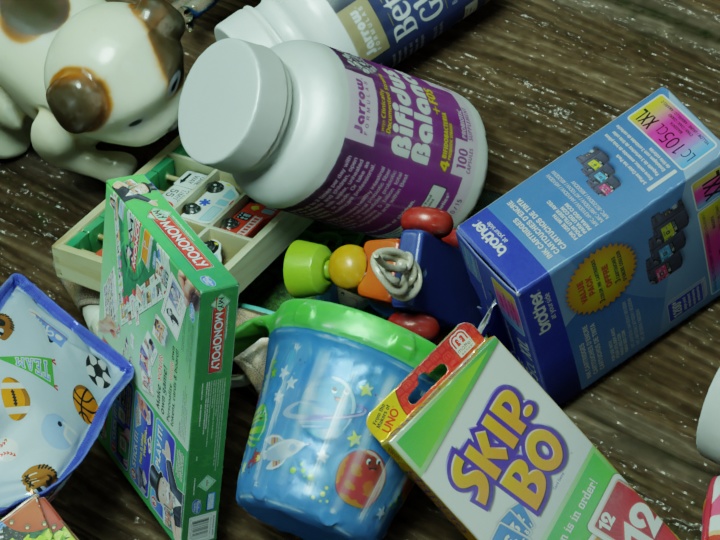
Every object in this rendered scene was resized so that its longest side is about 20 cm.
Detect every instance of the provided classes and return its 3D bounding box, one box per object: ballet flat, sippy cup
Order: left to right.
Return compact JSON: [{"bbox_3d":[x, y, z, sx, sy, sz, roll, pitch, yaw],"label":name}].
[{"bbox_3d":[-0.136,0.041,1.463,0.199,0.068,0.068,16,69,24],"label":"ballet flat"},{"bbox_3d":[-0.013,0.105,1.359,0.177,0.139,0.131,3,64,50],"label":"sippy cup"}]

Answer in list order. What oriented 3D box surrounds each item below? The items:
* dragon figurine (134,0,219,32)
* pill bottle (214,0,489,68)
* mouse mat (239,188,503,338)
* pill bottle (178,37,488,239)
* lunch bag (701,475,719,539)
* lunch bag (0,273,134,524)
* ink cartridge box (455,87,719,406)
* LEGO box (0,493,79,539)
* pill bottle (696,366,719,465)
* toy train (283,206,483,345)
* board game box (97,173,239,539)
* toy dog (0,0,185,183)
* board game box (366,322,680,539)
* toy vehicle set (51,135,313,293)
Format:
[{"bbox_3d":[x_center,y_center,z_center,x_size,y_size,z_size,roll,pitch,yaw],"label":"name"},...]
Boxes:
[{"bbox_3d":[-0.097,-0.229,1.599,0.099,0.200,0.059,-30,86,-30],"label":"dragon figurine"},{"bbox_3d":[-0.003,-0.196,1.556,0.200,0.111,0.111,-35,57,-10],"label":"pill bottle"},{"bbox_3d":[0.016,-0.007,1.492,0.199,0.008,0.161,19,64,23],"label":"mouse mat"},{"bbox_3d":[-0.019,-0.088,1.416,0.112,0.199,0.113,-16,68,44],"label":"pill bottle"},{"bbox_3d":[0.223,0.224,1.175,0.081,0.200,0.177,2,61,16],"label":"lunch bag"},{"bbox_3d":[-0.251,0.124,1.310,0.170,0.124,0.200,-44,15,32],"label":"lunch bag"},{"bbox_3d":[0.145,-0.003,1.379,0.199,0.137,0.076,-33,51,-8],"label":"ink cartridge box"},{"bbox_3d":[-0.150,0.245,1.250,0.077,0.200,0.149,-37,56,-12],"label":"LEGO box"},{"bbox_3d":[0.308,0.113,1.278,0.199,0.115,0.115,26,67,27],"label":"pill bottle"},{"bbox_3d":[0.000,0.000,1.373,0.115,0.200,0.085,4,81,25],"label":"toy train"},{"bbox_3d":[-0.126,0.059,1.360,0.029,0.201,0.135,-13,39,-28],"label":"board game box"},{"bbox_3d":[-0.194,-0.154,1.513,0.139,0.195,0.200,-38,36,-22],"label":"toy dog"},{"bbox_3d":[0.101,0.132,1.304,0.096,0.030,0.200,-43,91,-16],"label":"board game box"},{"bbox_3d":[-0.104,-0.042,1.481,0.124,0.027,0.200,16,40,25],"label":"toy vehicle set"}]
